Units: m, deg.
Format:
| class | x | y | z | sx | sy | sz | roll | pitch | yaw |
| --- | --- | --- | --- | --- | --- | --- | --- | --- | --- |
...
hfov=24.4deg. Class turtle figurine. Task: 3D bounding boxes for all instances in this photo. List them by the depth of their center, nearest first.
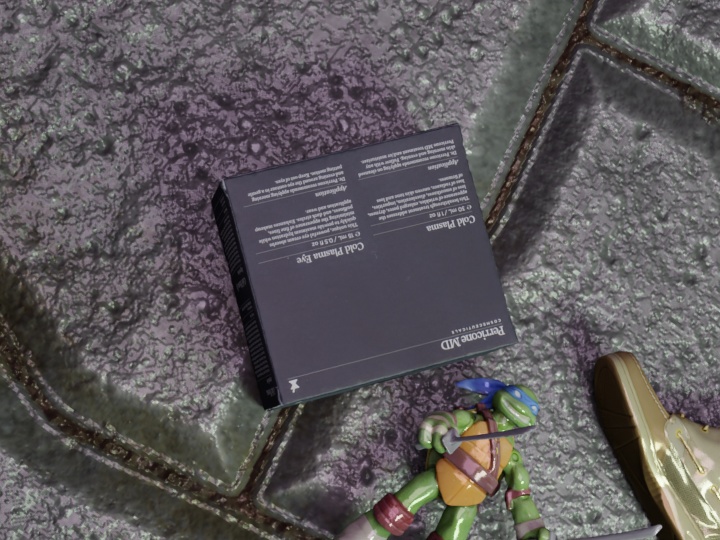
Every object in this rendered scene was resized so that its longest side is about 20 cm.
| class | x | y | z | sx | sy | sz | roll | pitch | yaw |
| --- | --- | --- | --- | --- | --- | --- | --- | --- | --- |
| turtle figurine | 0.082 | 0.183 | 1.290 | 0.194 | 0.144 | 0.200 | -48 | 49 | 5 |

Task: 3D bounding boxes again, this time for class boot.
| class | x | y | z | sx | sy | sz | roll | pitch | yaw |
| --- | --- | --- | --- | --- | --- | --- | --- | --- | --- |
| boot | 0.294 | 0.134 | 1.385 | 0.155 | 0.073 | 0.200 | -26 | 90 | -12 |

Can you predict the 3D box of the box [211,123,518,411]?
| class | x | y | z | sx | sy | sz | roll | pitch | yaw |
| --- | --- | --- | --- | --- | --- | --- | --- | --- | --- |
| box | 0.000 | 0.000 | 1.333 | 0.199 | 0.104 | 0.183 | -13 | 84 | -12 |
